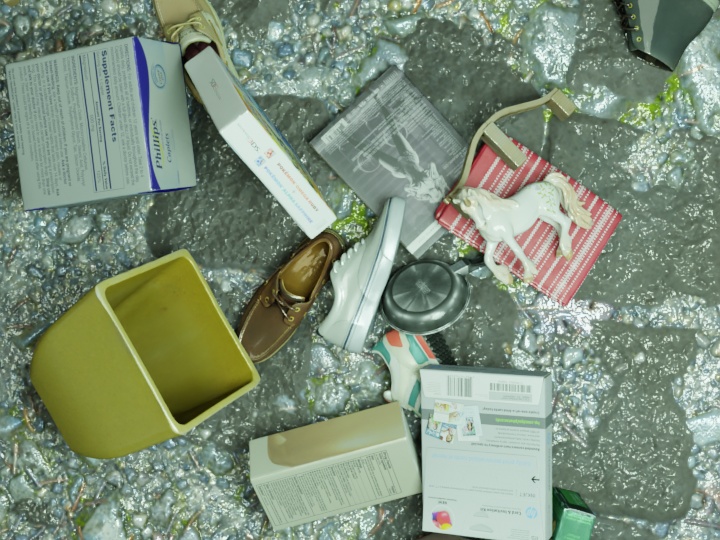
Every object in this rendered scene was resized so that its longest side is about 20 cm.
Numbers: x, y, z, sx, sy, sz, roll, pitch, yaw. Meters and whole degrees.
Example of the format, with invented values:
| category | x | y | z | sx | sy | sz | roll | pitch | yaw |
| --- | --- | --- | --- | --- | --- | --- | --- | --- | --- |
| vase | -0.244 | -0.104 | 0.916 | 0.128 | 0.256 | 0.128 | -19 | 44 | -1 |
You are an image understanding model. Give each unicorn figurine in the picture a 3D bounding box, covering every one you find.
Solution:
| category | x | y | z | sx | sy | sz | roll | pitch | yaw |
| --- | --- | --- | --- | --- | --- | --- | --- | --- | --- |
| unicorn figurine | 0.183 | -0.056 | 1.389 | 0.200 | 0.074 | 0.138 | -33 | 104 | -38 |

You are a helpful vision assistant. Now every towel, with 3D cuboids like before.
| category | x | y | z | sx | sy | sz | roll | pitch | yaw |
| --- | --- | --- | --- | --- | --- | --- | --- | --- | --- |
| towel | 0.208 | -0.066 | 1.456 | 0.200 | 0.022 | 0.145 | 34 | 81 | -2 |

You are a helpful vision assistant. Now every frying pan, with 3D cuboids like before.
| category | x | y | z | sx | sy | sz | roll | pitch | yaw |
| --- | --- | --- | --- | --- | --- | --- | --- | --- | --- |
| frying pan | 0.114 | 0.019 | 1.448 | 0.189 | 0.031 | 0.115 | -16 | 49 | 7 |

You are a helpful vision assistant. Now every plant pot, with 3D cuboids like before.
| category | x | y | z | sx | sy | sz | roll | pitch | yaw |
| --- | --- | --- | --- | --- | --- | --- | --- | --- | --- |
| plant pot | -0.284 | 0.119 | 1.435 | 0.200 | 0.194 | 0.196 | -29 | 90 | 28 |

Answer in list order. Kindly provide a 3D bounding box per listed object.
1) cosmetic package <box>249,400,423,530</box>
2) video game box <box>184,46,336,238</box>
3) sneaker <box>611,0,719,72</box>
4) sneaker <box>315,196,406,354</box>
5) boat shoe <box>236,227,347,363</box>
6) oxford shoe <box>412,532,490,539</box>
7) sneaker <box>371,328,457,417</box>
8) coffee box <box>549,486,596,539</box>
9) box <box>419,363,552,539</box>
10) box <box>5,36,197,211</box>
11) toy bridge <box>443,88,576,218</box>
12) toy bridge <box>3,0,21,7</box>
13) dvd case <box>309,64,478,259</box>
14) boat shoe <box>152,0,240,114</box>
| category | x | y | z | sx | sy | sz | roll | pitch | yaw |
| --- | --- | --- | --- | --- | --- | --- | --- | --- | --- |
| cosmetic package | -0.029 | 0.242 | 1.457 | 0.199 | 0.071 | 0.105 | -15 | 127 | 4 |
| video game box | -0.119 | -0.152 | 1.372 | 0.047 | 0.200 | 0.182 | -39 | 127 | 5 |
| sneaker | 0.325 | -0.331 | 1.424 | 0.200 | 0.075 | 0.106 | 31 | 92 | 2 |
| sneaker | 0.000 | 0.000 | 1.431 | 0.071 | 0.073 | 0.201 | 19 | 92 | 2 |
| boat shoe | -0.093 | 0.031 | 1.475 | 0.072 | 0.068 | 0.200 | 37 | 95 | 2 |
| oxford shoe | 0.086 | 0.360 | 1.486 | 0.199 | 0.071 | 0.073 | 5 | 64 | 7 |
| sneaker | 0.084 | 0.159 | 1.476 | 0.093 | 0.070 | 0.200 | -26 | 92 | 22 |
| coffee box | 0.234 | 0.376 | 1.438 | 0.044 | 0.123 | 0.201 | 15 | 92 | 1 |
| box | 0.149 | 0.216 | 1.395 | 0.155 | 0.041 | 0.201 | 1 | 96 | 24 |
| box | -0.316 | -0.176 | 1.438 | 0.199 | 0.105 | 0.185 | -6 | 92 | 26 |
| toy bridge | 0.171 | -0.152 | 1.428 | 0.200 | 0.027 | 0.067 | -45 | 91 | -10 |
| toy bridge | -0.540 | -0.329 | 1.516 | 0.200 | 0.027 | 0.067 | -28 | 87 | 5 |
| dvd case | 0.057 | -0.136 | 1.475 | 0.149 | 0.016 | 0.200 | -43 | 88 | -3 |
| boat shoe | -0.205 | -0.285 | 1.472 | 0.074 | 0.066 | 0.200 | -29 | 90 | 5 |
